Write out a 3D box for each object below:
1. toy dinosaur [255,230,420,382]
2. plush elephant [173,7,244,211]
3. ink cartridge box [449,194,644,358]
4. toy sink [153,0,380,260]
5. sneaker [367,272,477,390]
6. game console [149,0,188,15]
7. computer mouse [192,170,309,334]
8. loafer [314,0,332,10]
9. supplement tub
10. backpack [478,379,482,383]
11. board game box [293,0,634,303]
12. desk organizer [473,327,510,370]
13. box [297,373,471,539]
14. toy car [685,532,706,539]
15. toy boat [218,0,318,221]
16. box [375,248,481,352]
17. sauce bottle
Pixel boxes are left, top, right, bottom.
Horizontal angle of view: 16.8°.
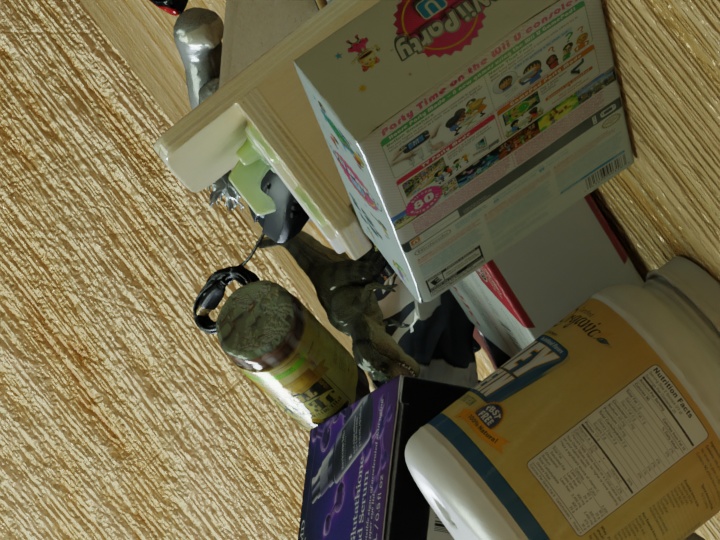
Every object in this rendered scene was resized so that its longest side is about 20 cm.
[{"bbox_3d":[0.000,0.000,1.670,0.200,0.088,0.048,48,175,48],"label":"toy dinosaur"},{"bbox_3d":[-0.042,-0.127,1.854,0.165,0.154,0.201,-44,-41,-59],"label":"plush elephant"},{"bbox_3d":[0.105,-0.012,1.601,0.146,0.083,0.200,56,175,-20],"label":"ink cartridge box"},{"bbox_3d":[-0.006,-0.083,1.467,0.112,0.200,0.130,52,179,10],"label":"toy sink"},{"bbox_3d":[0.044,0.010,1.767,0.130,0.079,0.200,-158,70,-63],"label":"sneaker"},{"bbox_3d":[-0.109,-0.268,1.437,0.031,0.201,0.177,9,-160,-35],"label":"game console"},{"bbox_3d":[-0.075,-0.025,1.693,0.059,0.034,0.200,45,129,20],"label":"computer mouse"},{"bbox_3d":[-0.031,-0.209,1.590,0.200,0.072,0.073,53,175,13],"label":"loafer"},{"bbox_3d":[0.142,0.100,1.415,0.145,0.200,0.145,52,173,9],"label":"supplement tub"},{"bbox_3d":[0.140,0.154,1.780,0.177,0.151,0.200,28,172,-14],"label":"backpack"},{"bbox_3d":[0.060,-0.082,1.287,0.064,0.147,0.200,53,174,26],"label":"board game box"},{"bbox_3d":[0.128,0.058,1.884,0.077,0.072,0.200,51,173,39],"label":"desk organizer"},{"bbox_3d":[0.034,0.166,1.636,0.104,0.149,0.200,11,161,-17],"label":"box"},{"bbox_3d":[0.233,0.254,1.605,0.175,0.199,0.151,98,177,-76],"label":"toy car"},{"bbox_3d":[-0.020,-0.137,1.721,0.130,0.131,0.201,24,119,34],"label":"toy boat"},{"bbox_3d":[0.035,-0.023,1.978,0.159,0.046,0.200,55,-168,-17],"label":"box"},{"bbox_3d":[-0.032,0.077,1.733,0.065,0.065,0.200,48,-179,39],"label":"sauce bottle"}]
